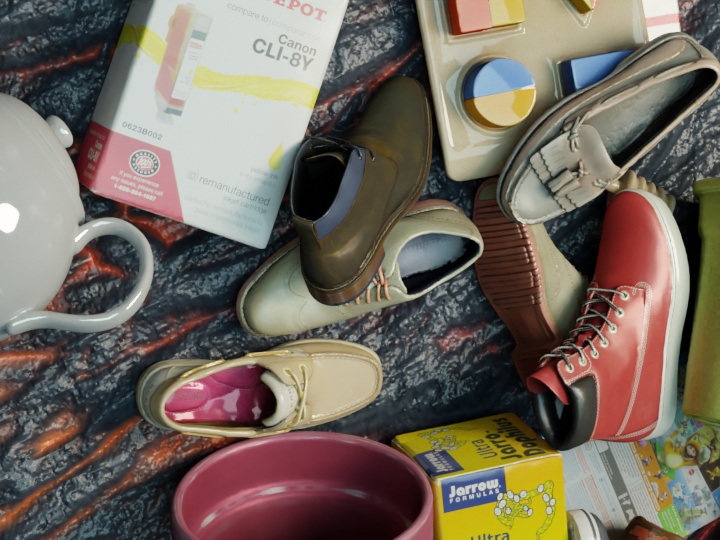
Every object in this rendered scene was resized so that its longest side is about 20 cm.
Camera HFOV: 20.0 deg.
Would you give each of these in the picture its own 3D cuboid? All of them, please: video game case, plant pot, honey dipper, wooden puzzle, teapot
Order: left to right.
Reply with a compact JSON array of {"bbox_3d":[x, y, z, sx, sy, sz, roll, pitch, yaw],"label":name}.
[{"bbox_3d":[-0.261,-0.054,1.441,0.146,0.197,0.201,-38,119,-19],"label":"teapot"},{"bbox_3d":[-0.042,0.248,1.562,0.198,0.200,0.181,-9,117,-15],"label":"plant pot"},{"bbox_3d":[0.141,-0.182,1.589,0.183,0.046,0.202,-11,97,-13],"label":"wooden puzzle"},{"bbox_3d":[0.164,-0.092,1.645,0.199,0.038,0.038,29,90,-15],"label":"honey dipper"},{"bbox_3d":[0.239,0.165,1.715,0.199,0.018,0.144,-27,105,-11],"label":"video game case"},{"bbox_3d":[0.338,0.043,1.616,0.199,0.200,0.186,18,85,-19],"label":"plant pot"}]

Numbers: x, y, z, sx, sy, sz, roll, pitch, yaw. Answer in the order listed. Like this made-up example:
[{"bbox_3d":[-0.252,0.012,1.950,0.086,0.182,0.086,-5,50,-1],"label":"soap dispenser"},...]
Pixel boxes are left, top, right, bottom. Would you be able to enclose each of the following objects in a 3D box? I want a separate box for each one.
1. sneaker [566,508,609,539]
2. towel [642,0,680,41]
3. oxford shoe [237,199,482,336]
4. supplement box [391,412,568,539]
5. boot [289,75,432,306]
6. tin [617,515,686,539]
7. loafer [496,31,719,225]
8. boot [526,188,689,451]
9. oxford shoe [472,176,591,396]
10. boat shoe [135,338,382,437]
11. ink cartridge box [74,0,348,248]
[{"bbox_3d":[0.196,0.259,1.655,0.079,0.079,0.201,-9,138,-8],"label":"sneaker"},{"bbox_3d":[0.182,-0.239,1.631,0.143,0.023,0.202,-10,100,-13],"label":"towel"},{"bbox_3d":[0.000,0.000,1.575,0.199,0.074,0.071,-25,109,-9],"label":"oxford shoe"},{"bbox_3d":[0.100,0.232,1.627,0.108,0.109,0.202,-10,107,-15],"label":"supplement box"},{"bbox_3d":[0.002,-0.082,1.529,0.074,0.097,0.201,10,63,20],"label":"boot"},{"bbox_3d":[0.285,0.271,1.688,0.200,0.112,0.042,44,75,-33],"label":"tin"},{"bbox_3d":[0.189,-0.106,1.557,0.200,0.063,0.072,-41,116,0],"label":"loafer"},{"bbox_3d":[0.186,0.037,1.589,0.143,0.072,0.202,-2,93,-44],"label":"boot"},{"bbox_3d":[0.147,0.012,1.646,0.074,0.070,0.202,-29,109,-35],"label":"oxford shoe"},{"bbox_3d":[-0.071,0.098,1.580,0.198,0.069,0.075,-8,101,-16],"label":"boat shoe"},{"bbox_3d":[-0.112,-0.136,1.522,0.144,0.083,0.202,18,93,-19],"label":"ink cartridge box"}]
